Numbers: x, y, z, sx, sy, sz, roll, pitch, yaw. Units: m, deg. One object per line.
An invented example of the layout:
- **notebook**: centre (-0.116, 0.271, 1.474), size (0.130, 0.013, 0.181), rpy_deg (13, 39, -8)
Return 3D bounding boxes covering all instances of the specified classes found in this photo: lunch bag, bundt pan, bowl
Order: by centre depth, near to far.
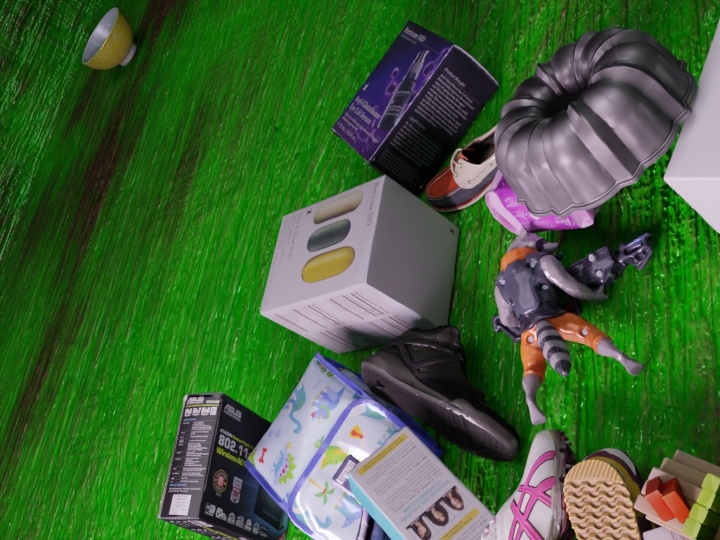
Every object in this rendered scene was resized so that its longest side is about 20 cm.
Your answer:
- **bundt pan**: centre (0.208, -0.151, 0.760), size (0.201, 0.076, 0.203), rpy_deg (-38, 28, 24)
- **lunch bag**: centre (-0.016, 0.222, 0.938), size (0.200, 0.127, 0.171), rpy_deg (35, 92, 41)
- **bowl**: centre (-0.759, -0.695, 2.463), size (0.199, 0.107, 0.201), rpy_deg (-29, 47, 36)

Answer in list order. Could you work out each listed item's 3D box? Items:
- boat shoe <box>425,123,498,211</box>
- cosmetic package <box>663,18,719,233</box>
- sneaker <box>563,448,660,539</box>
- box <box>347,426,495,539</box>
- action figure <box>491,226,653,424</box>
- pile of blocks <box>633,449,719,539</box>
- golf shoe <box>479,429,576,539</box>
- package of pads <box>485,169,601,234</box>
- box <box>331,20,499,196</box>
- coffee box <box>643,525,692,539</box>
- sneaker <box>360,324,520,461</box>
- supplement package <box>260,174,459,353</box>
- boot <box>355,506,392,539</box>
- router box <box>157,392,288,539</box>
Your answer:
- **boat shoe**: centre (0.154, -0.141, 1.024), size (0.199, 0.062, 0.072), rpy_deg (-28, 49, 38)
- **cosmetic package**: centre (0.400, -0.137, 0.674), size (0.199, 0.123, 0.201), rpy_deg (11, 76, 53)
- **sneaker**: centre (0.227, 0.252, 0.668), size (0.074, 0.090, 0.202), rpy_deg (-9, 84, 35)
- **box**: centre (0.080, 0.251, 0.772), size (0.082, 0.049, 0.200), rpy_deg (-34, 55, -19)
- **action figure**: centre (0.208, 0.029, 0.811), size (0.200, 0.104, 0.194), rpy_deg (-40, 47, 25)
- **pile of blocks**: centre (0.259, 0.194, 0.532), size (0.082, 0.062, 0.200), rpy_deg (-48, 39, 13)
- **golf shoe**: centre (0.145, 0.226, 0.703), size (0.091, 0.073, 0.201), rpy_deg (-4, 45, 26)
- **package of pads**: centre (0.230, -0.139, 0.889), size (0.120, 0.076, 0.201), rpy_deg (-5, 48, 53)
- **box**: centre (0.075, -0.234, 1.148), size (0.201, 0.104, 0.148), rpy_deg (-54, 36, 9)
- **coffee box**: centre (0.291, 0.272, 0.559), size (0.113, 0.080, 0.201), rpy_deg (-32, 44, 31)
- **sneaker**: centre (0.107, 0.124, 0.883), size (0.199, 0.077, 0.114), rpy_deg (28, 56, 35)
- **supplement package**: centre (0.000, 0.000, 1.036), size (0.199, 0.150, 0.153), rpy_deg (-16, 54, 43)
- **boot**: centre (0.027, 0.339, 0.813), size (0.073, 0.090, 0.201), rpy_deg (-35, 38, 52)
- **router box**: centre (-0.157, 0.259, 1.006), size (0.062, 0.200, 0.151), rpy_deg (-8, 59, 24)
